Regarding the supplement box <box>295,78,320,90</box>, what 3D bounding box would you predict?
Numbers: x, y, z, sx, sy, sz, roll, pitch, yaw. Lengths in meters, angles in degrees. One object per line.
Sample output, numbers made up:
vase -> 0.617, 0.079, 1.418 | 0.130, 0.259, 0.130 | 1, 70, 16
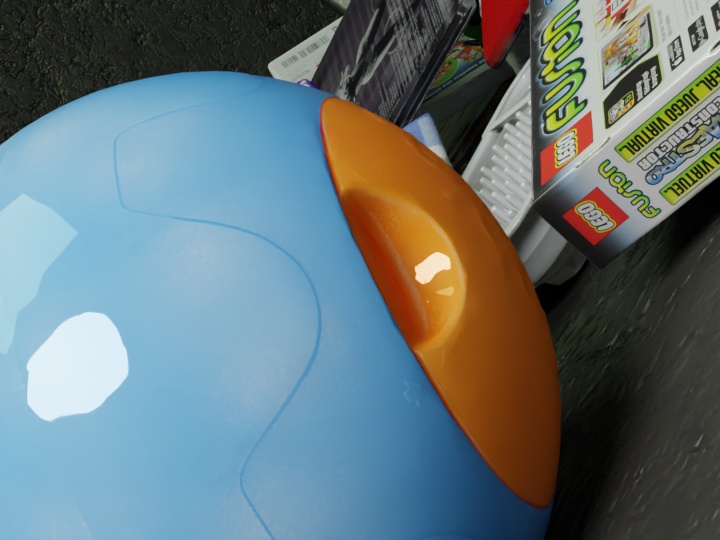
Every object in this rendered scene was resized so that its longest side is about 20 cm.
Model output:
supplement box -> -0.028, -0.020, 0.677 | 0.101, 0.103, 0.200 | -49, 7, 1

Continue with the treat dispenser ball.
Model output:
treat dispenser ball -> -0.041, 0.044, 0.413 | 0.202, 0.200, 0.201 | -56, 5, 8

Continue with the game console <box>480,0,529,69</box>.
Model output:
game console -> 0.129, -0.231, 0.748 | 0.119, 0.170, 0.202 | 44, -138, -62

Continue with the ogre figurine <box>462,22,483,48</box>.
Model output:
ogre figurine -> 0.091, -0.233, 1.028 | 0.200, 0.119, 0.099 | 49, 132, 53

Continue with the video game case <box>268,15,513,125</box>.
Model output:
video game case -> 0.018, -0.152, 1.063 | 0.142, 0.018, 0.200 | -33, 34, -2

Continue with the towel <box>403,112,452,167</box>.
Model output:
towel -> 0.000, 0.000, 0.806 | 0.146, 0.024, 0.201 | -39, 29, 18

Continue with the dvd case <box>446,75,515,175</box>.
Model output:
dvd case -> 0.089, -0.091, 1.015 | 0.147, 0.022, 0.200 | -56, 4, 8

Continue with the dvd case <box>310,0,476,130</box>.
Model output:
dvd case -> 0.012, -0.136, 0.927 | 0.201, 0.016, 0.150 | -59, 30, 36

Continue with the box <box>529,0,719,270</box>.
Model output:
box -> 0.110, -0.096, 0.509 | 0.110, 0.035, 0.201 | -41, 21, 28

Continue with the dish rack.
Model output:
dish rack -> 0.087, -0.050, 0.656 | 0.201, 0.043, 0.172 | -59, 8, -26

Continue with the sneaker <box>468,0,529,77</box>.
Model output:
sneaker -> 0.102, -0.171, 0.877 | 0.114, 0.075, 0.202 | 79, 178, -64
